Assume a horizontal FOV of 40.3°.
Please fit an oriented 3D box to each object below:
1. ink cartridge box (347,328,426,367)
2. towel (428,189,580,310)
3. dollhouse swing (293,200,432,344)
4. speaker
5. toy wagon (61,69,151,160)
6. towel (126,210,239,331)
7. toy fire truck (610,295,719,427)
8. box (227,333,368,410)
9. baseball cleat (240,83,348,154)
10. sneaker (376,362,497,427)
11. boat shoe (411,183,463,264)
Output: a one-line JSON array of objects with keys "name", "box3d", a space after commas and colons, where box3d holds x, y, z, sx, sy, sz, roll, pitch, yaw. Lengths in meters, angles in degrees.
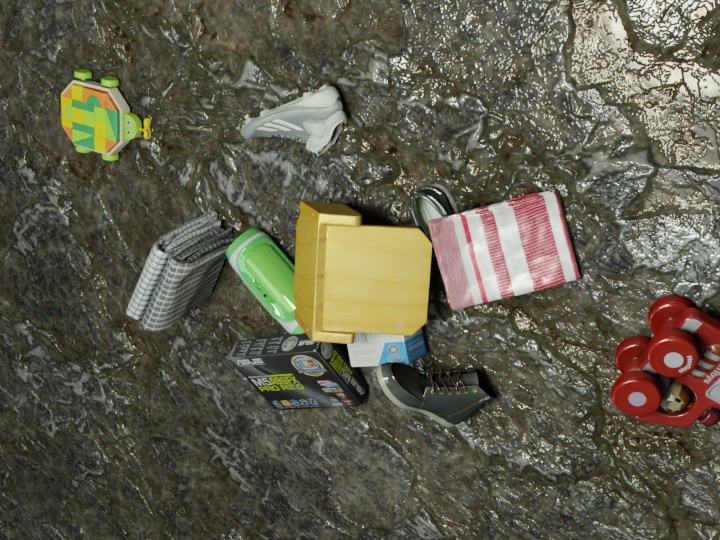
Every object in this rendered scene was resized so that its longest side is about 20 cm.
[{"name": "ink cartridge box", "box3d": [0.029, 0.052, 1.609, 0.115, 0.068, 0.201, -6, 98, 33]}, {"name": "towel", "box3d": [0.212, -0.029, 1.458, 0.199, 0.023, 0.145, -14, 101, 15]}, {"name": "dollhouse swing", "box3d": [0.000, 0.000, 1.555, 0.182, 0.175, 0.201, -142, 53, -69]}, {"name": "speaker", "box3d": [-0.144, 0.022, 1.704, 0.200, 0.088, 0.088, 49, 126, 8]}, {"name": "toy wagon", "box3d": [-0.478, -0.285, 1.832, 0.199, 0.040, 0.156, 18, 117, 26]}, {"name": "towel", "box3d": [-0.307, 0.004, 1.733, 0.085, 0.200, 0.166, 35, 122, 12]}, {"name": "toy fire truck", "box3d": [0.452, 0.146, 1.366, 0.168, 0.112, 0.200, 30, 124, -1]}, {"name": "box", "box3d": [-0.109, 0.180, 1.719, 0.199, 0.044, 0.160, -8, 135, 34]}, {"name": "baseball cleat", "box3d": [-0.110, -0.229, 1.600, 0.200, 0.070, 0.107, -18, 97, 37]}, {"name": "sneaker", "box3d": [0.122, 0.176, 1.556, 0.106, 0.200, 0.075, -36, 44, 29]}, {"name": "boat shoe", "box3d": [0.139, -0.037, 1.517, 0.076, 0.060, 0.200, -33, 88, 36]}]
